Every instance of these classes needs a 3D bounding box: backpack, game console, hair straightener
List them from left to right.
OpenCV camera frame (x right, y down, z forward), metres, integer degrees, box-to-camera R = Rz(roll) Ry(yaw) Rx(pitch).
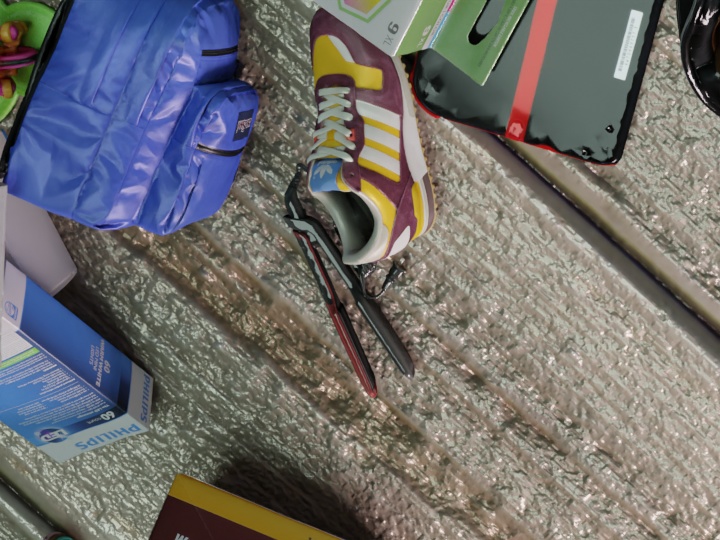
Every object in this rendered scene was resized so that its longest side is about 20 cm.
[{"bbox_3d":[-0.165,-0.139,1.499,0.167,0.163,0.201,21,103,4],"label":"backpack"},{"bbox_3d":[0.000,0.000,1.565,0.077,0.041,0.201,-24,95,10],"label":"hair straightener"},{"bbox_3d":[0.135,-0.192,1.447,0.176,0.031,0.201,16,114,10],"label":"game console"}]

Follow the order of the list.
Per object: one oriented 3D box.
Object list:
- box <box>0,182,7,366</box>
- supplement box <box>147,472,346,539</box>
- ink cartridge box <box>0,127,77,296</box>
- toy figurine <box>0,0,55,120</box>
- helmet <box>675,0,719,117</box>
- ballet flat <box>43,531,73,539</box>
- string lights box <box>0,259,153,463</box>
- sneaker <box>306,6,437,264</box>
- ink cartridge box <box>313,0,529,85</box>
[{"bbox_3d":[-0.346,-0.014,1.510,0.200,0.036,0.145,17,107,47],"label":"box"},{"bbox_3d":[-0.092,0.302,1.600,0.197,0.133,0.201,20,80,11],"label":"supplement box"},{"bbox_3d":[-0.369,-0.015,1.652,0.199,0.086,0.147,-21,103,25],"label":"ink cartridge box"},{"bbox_3d":[-0.353,-0.155,1.539,0.199,0.184,0.151,3,111,17],"label":"toy figurine"},{"bbox_3d":[0.304,-0.205,1.291,0.199,0.191,0.200,15,149,9],"label":"helmet"},{"bbox_3d":[-0.270,0.335,1.767,0.071,0.069,0.201,-6,109,41],"label":"ballet flat"},{"bbox_3d":[-0.274,0.081,1.612,0.102,0.059,0.200,-21,138,24],"label":"string lights box"},{"bbox_3d":[-0.006,-0.104,1.481,0.075,0.090,0.201,-6,109,47],"label":"sneaker"},{"bbox_3d":[0.024,-0.229,1.425,0.200,0.059,0.104,38,119,18],"label":"ink cartridge box"}]
